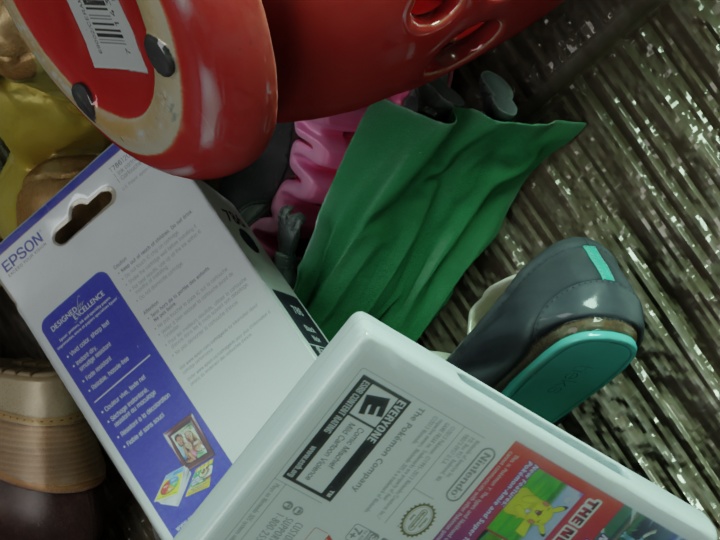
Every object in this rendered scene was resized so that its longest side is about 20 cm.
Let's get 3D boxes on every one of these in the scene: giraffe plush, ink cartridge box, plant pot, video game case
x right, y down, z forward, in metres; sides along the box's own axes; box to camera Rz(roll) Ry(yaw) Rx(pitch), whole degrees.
[{"bbox_3d":[-0.133,-0.067,1.007,0.172,0.200,0.163,0,104,9],"label":"giraffe plush"},{"bbox_3d":[-0.065,0.043,0.922,0.099,0.039,0.200,-39,71,13],"label":"ink cartridge box"},{"bbox_3d":[-0.040,-0.146,0.831,0.200,0.182,0.201,44,153,29],"label":"plant pot"},{"bbox_3d":[0.011,0.133,0.876,0.200,0.182,0.023,-51,25,16],"label":"video game case"}]

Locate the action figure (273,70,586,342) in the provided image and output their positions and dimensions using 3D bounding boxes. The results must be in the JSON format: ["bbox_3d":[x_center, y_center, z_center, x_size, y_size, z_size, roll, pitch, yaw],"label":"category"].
[{"bbox_3d":[0.000,0.000,0.965,0.200,0.118,0.055,-57,44,29],"label":"action figure"}]

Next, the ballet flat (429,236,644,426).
[{"bbox_3d":[0.052,0.053,0.962,0.073,0.073,0.200,55,133,15],"label":"ballet flat"}]

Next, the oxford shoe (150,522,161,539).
[{"bbox_3d":[-0.015,0.164,1.029,0.071,0.071,0.200,-32,95,16],"label":"oxford shoe"}]

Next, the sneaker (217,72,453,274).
[{"bbox_3d":[-0.031,-0.052,1.007,0.200,0.079,0.095,-60,43,25],"label":"sneaker"}]

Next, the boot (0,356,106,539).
[{"bbox_3d":[-0.209,0.122,1.146,0.199,0.072,0.167,7,106,39],"label":"boot"}]
